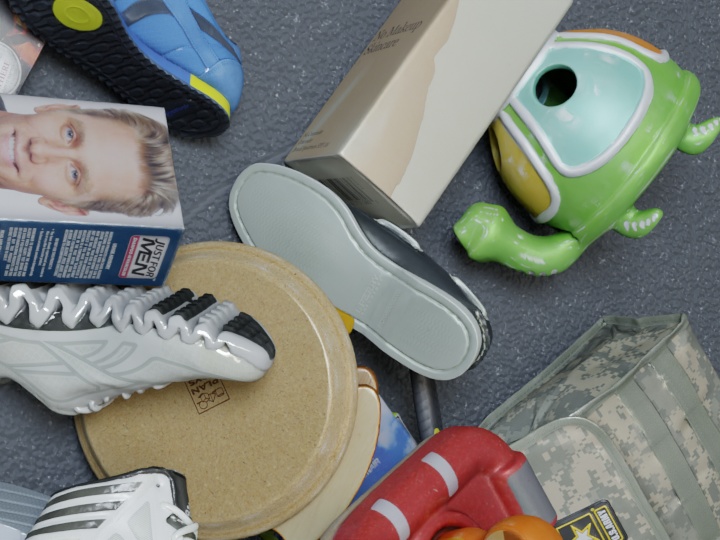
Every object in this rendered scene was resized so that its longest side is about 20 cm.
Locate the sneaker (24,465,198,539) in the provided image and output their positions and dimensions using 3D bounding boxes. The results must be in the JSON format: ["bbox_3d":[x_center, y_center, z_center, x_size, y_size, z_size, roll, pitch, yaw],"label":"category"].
[{"bbox_3d":[-0.094,0.174,0.765,0.200,0.076,0.115,19,64,-1],"label":"sneaker"}]

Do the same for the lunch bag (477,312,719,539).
[{"bbox_3d":[0.180,0.150,0.982,0.200,0.118,0.164,-37,104,-25],"label":"lunch bag"}]

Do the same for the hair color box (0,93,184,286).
[{"bbox_3d":[-0.209,-0.049,0.781,0.200,0.061,0.100,2,52,-23],"label":"hair color box"}]

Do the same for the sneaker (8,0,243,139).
[{"bbox_3d":[-0.143,-0.161,0.825,0.200,0.066,0.079,39,52,-45],"label":"sneaker"}]

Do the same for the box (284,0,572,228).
[{"bbox_3d":[0.047,-0.129,0.925,0.078,0.095,0.200,41,72,-21],"label":"box"}]

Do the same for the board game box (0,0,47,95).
[{"bbox_3d":[-0.230,-0.211,0.814,0.135,0.035,0.200,29,78,-24],"label":"board game box"}]

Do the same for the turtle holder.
[{"bbox_3d":[0.150,-0.088,0.970,0.132,0.141,0.186,36,115,-8],"label":"turtle holder"}]

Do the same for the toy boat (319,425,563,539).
[{"bbox_3d":[0.067,0.177,0.808,0.200,0.131,0.131,-37,101,-42],"label":"toy boat"}]

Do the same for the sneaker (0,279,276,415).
[{"bbox_3d":[-0.146,0.048,0.806,0.200,0.075,0.081,8,99,15],"label":"sneaker"}]

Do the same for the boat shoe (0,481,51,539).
[{"bbox_3d":[-0.243,0.161,0.807,0.200,0.072,0.062,18,99,-18],"label":"boat shoe"}]

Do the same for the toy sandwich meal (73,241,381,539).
[{"bbox_3d":[-0.081,0.078,0.857,0.205,0.070,0.206,-1,85,11],"label":"toy sandwich meal"}]

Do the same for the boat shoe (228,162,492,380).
[{"bbox_3d":[0.000,0.000,0.898,0.200,0.060,0.076,42,108,11],"label":"boat shoe"}]

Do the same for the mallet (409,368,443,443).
[{"bbox_3d":[0.062,0.142,0.923,0.066,0.041,0.200,0,84,-30],"label":"mallet"}]

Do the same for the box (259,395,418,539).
[{"bbox_3d":[0.018,0.194,0.943,0.122,0.048,0.200,-43,108,-21],"label":"box"}]
